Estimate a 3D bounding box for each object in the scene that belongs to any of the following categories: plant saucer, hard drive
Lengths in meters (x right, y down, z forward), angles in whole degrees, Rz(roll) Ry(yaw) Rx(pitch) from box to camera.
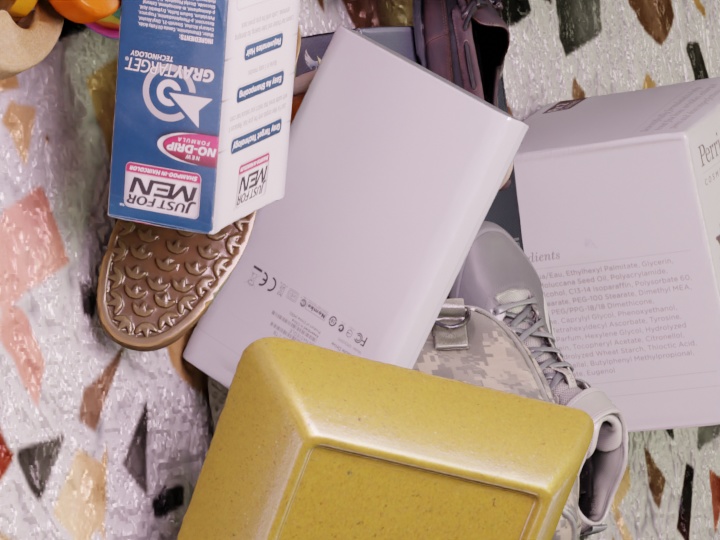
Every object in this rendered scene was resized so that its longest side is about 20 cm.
[{"bbox_3d":[0.008,0.151,1.518,0.048,0.200,0.200,-123,-130,-65],"label":"plant saucer"},{"bbox_3d":[-0.005,-0.014,1.553,0.027,0.132,0.200,15,103,-51],"label":"hard drive"}]

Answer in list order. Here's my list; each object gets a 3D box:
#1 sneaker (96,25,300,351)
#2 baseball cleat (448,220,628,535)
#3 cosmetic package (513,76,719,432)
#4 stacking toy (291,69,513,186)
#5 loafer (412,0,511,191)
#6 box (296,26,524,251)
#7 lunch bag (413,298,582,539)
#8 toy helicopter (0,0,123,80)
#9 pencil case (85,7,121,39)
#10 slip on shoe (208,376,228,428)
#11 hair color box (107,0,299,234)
[{"bbox_3d":[-0.083,-0.043,1.568,0.090,0.067,0.200,111,0,-77],"label":"sneaker"},{"bbox_3d":[0.113,0.061,1.764,0.070,0.106,0.200,-17,91,-34],"label":"baseball cleat"},{"bbox_3d":[0.188,-0.010,1.983,0.165,0.165,0.200,-37,117,-60],"label":"cosmetic package"},{"bbox_3d":[0.000,0.000,1.621,0.146,0.146,0.200,47,46,-50],"label":"stacking toy"},{"bbox_3d":[0.069,-0.124,1.778,0.072,0.063,0.200,43,45,-49],"label":"loafer"},{"bbox_3d":[0.033,-0.071,1.820,0.200,0.051,0.158,-8,91,-63],"label":"box"},{"bbox_3d":[0.051,0.137,1.680,0.168,0.139,0.200,-89,179,-46],"label":"lunch bag"},{"bbox_3d":[-0.203,-0.184,1.386,0.132,0.079,0.200,-28,99,-52],"label":"toy helicopter"},{"bbox_3d":[-0.084,-0.179,1.576,0.200,0.088,0.088,-28,110,-58],"label":"pencil case"},{"bbox_3d":[-0.042,0.133,1.617,0.061,0.074,0.200,14,67,-64],"label":"slip on shoe"},{"bbox_3d":[-0.073,-0.127,1.443,0.100,0.060,0.200,-31,128,-66],"label":"hair color box"}]
